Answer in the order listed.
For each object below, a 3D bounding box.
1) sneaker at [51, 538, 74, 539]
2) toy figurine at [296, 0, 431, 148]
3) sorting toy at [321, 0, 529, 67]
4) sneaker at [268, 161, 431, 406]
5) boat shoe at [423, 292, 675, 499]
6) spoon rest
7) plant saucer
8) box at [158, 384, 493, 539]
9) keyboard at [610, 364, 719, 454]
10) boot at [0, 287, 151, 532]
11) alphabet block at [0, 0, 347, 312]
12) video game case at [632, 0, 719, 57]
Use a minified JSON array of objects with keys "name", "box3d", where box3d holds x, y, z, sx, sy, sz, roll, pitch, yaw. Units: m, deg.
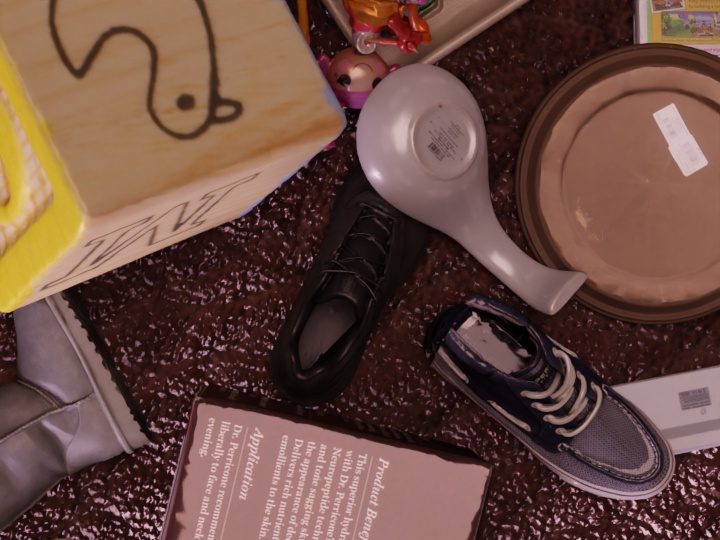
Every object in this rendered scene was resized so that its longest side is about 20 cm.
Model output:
[{"name":"sneaker","box3d":[-0.273,0.256,1.455,0.200,0.067,0.090,-21,81,-9]},{"name":"toy figurine","box3d":[-0.013,-0.171,1.482,0.200,0.150,0.184,4,115,-15]},{"name":"sorting toy","box3d":[0.040,-0.259,1.541,0.185,0.036,0.200,-34,87,-6]},{"name":"sneaker","box3d":[0.000,0.000,1.487,0.076,0.091,0.200,21,82,1]},{"name":"boat shoe","box3d":[0.132,0.089,1.479,0.200,0.093,0.075,32,80,3]},{"name":"spoon rest","box3d":[0.072,-0.053,1.487,0.099,0.061,0.200,-45,107,-19]},{"name":"plant saucer","box3d":[0.208,-0.060,1.517,0.200,0.029,0.200,0,93,6]},{"name":"box","box3d":[-0.032,0.179,1.426,0.200,0.164,0.166,14,88,-2]},{"name":"keyboard","box3d":[0.239,0.099,1.535,0.200,0.011,0.056,-10,80,-5]},{"name":"boot","box3d":[-0.266,0.097,1.479,0.200,0.073,0.182,-28,85,1]},{"name":"alphabet block","box3d":[-0.165,-0.112,1.402,0.200,0.196,0.195,-25,83,-31]},{"name":"video game case","box3d":[0.297,-0.145,1.555,0.200,0.022,0.182,0,85,-3]}]
